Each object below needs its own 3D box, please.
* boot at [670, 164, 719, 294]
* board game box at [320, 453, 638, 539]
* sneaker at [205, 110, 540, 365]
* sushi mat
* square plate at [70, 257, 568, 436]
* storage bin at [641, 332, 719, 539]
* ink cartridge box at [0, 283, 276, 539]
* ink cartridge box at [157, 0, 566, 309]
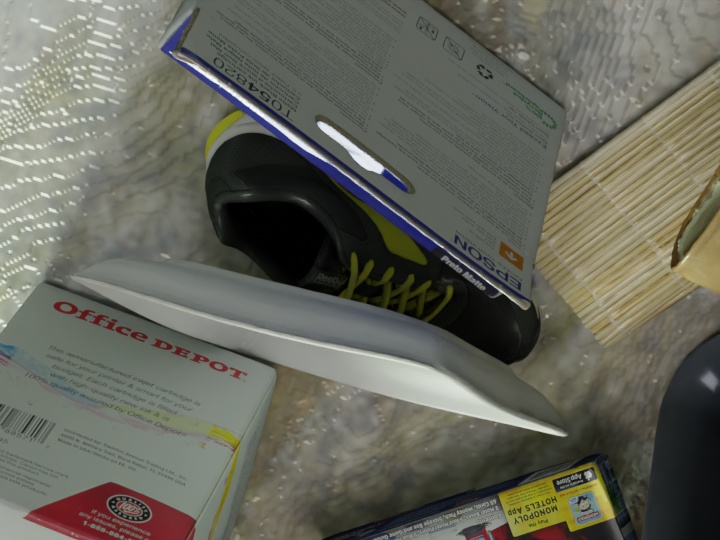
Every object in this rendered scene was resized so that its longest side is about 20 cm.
[{"bbox_3d":[0.262,-0.018,1.098,0.199,0.066,0.175,28,121,-4],"label":"boot"},{"bbox_3d":[0.083,0.217,1.347,0.199,0.062,0.201,-20,91,27],"label":"board game box"},{"bbox_3d":[0.000,0.000,1.277,0.200,0.085,0.075,30,121,-8],"label":"sneaker"},{"bbox_3d":[0.172,-0.044,1.263,0.200,0.012,0.096,-37,107,26],"label":"sushi mat"},{"bbox_3d":[-0.013,0.034,1.235,0.197,0.200,0.029,14,83,24],"label":"square plate"},{"bbox_3d":[0.226,0.136,1.257,0.134,0.200,0.145,35,134,-21],"label":"storage bin"},{"bbox_3d":[-0.149,0.129,1.304,0.145,0.200,0.145,21,121,5],"label":"ink cartridge box"},{"bbox_3d":[0.002,-0.075,1.167,0.199,0.200,0.041,37,119,-11],"label":"ink cartridge box"}]
